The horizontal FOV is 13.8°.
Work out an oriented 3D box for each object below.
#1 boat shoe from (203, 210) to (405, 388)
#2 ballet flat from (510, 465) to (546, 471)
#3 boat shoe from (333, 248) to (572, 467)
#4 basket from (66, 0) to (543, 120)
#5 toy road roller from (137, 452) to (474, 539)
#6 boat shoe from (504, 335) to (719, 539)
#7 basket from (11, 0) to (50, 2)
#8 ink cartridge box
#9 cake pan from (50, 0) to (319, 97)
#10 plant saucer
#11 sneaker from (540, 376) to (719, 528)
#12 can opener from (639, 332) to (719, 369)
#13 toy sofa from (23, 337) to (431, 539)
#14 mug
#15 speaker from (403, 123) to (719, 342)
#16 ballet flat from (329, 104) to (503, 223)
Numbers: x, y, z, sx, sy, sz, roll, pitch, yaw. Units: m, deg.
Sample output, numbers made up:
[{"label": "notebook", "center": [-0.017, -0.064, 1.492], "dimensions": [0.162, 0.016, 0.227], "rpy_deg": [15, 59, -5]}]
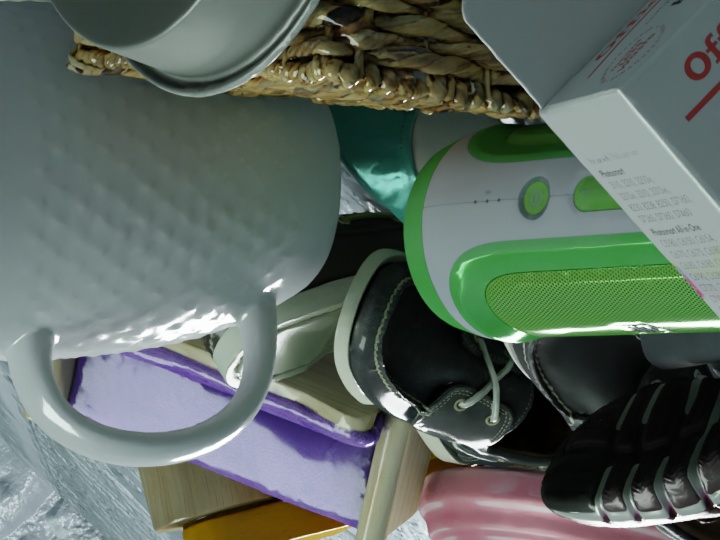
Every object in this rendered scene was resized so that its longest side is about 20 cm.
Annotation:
[{"label": "boat shoe", "center": [0.000, 0.000, 1.387], "dimensions": [0.061, 0.201, 0.072], "rpy_deg": [53, 130, 22]}, {"label": "ballet flat", "center": [0.097, 0.146, 1.716], "dimensions": [0.075, 0.068, 0.200], "rpy_deg": [54, 175, 33]}, {"label": "boat shoe", "center": [0.046, 0.043, 1.345], "dimensions": [0.067, 0.072, 0.200], "rpy_deg": [15, 167, 28]}, {"label": "basket", "center": [-0.001, -0.137, 1.122], "dimensions": [0.142, 0.150, 0.200], "rpy_deg": [6, 180, -36]}, {"label": "toy road roller", "center": [-0.013, 0.067, 1.529], "dimensions": [0.146, 0.199, 0.124], "rpy_deg": [142, 114, -70]}, {"label": "boat shoe", "center": [0.126, 0.065, 1.313], "dimensions": [0.200, 0.074, 0.061], "rpy_deg": [49, -161, -48]}, {"label": "basket", "center": [-0.116, -0.099, 1.450], "dimensions": [0.200, 0.139, 0.176], "rpy_deg": [50, 165, -8]}, {"label": "ink cartridge box", "center": [0.141, -0.049, 0.929], "dimensions": [0.200, 0.115, 0.068], "rpy_deg": [47, 165, -11]}, {"label": "cake pan", "center": [-0.064, -0.163, 1.057], "dimensions": [0.037, 0.201, 0.200], "rpy_deg": [4, -168, -35]}, {"label": "plant saucer", "center": [0.123, 0.149, 1.486], "dimensions": [0.199, 0.051, 0.201], "rpy_deg": [13, 165, 3]}, {"label": "sneaker", "center": [0.173, 0.099, 1.203], "dimensions": [0.199, 0.076, 0.116], "rpy_deg": [-16, 121, 42]}, {"label": "can opener", "center": [0.160, -0.001, 1.178], "dimensions": [0.200, 0.053, 0.067], "rpy_deg": [161, 96, -75]}, {"label": "toy sofa", "center": [-0.066, 0.065, 1.442], "dimensions": [0.199, 0.083, 0.098], "rpy_deg": [20, -158, 18]}, {"label": "mug", "center": [-0.100, -0.014, 1.242], "dimensions": [0.148, 0.174, 0.201], "rpy_deg": [131, 133, -56]}, {"label": "speaker", "center": [0.109, -0.017, 1.076], "dimensions": [0.199, 0.089, 0.089], "rpy_deg": [-3, 133, 47]}, {"label": "ballet flat", "center": [0.063, -0.029, 1.321], "dimensions": [0.200, 0.067, 0.070], "rpy_deg": [47, 151, -22]}]
